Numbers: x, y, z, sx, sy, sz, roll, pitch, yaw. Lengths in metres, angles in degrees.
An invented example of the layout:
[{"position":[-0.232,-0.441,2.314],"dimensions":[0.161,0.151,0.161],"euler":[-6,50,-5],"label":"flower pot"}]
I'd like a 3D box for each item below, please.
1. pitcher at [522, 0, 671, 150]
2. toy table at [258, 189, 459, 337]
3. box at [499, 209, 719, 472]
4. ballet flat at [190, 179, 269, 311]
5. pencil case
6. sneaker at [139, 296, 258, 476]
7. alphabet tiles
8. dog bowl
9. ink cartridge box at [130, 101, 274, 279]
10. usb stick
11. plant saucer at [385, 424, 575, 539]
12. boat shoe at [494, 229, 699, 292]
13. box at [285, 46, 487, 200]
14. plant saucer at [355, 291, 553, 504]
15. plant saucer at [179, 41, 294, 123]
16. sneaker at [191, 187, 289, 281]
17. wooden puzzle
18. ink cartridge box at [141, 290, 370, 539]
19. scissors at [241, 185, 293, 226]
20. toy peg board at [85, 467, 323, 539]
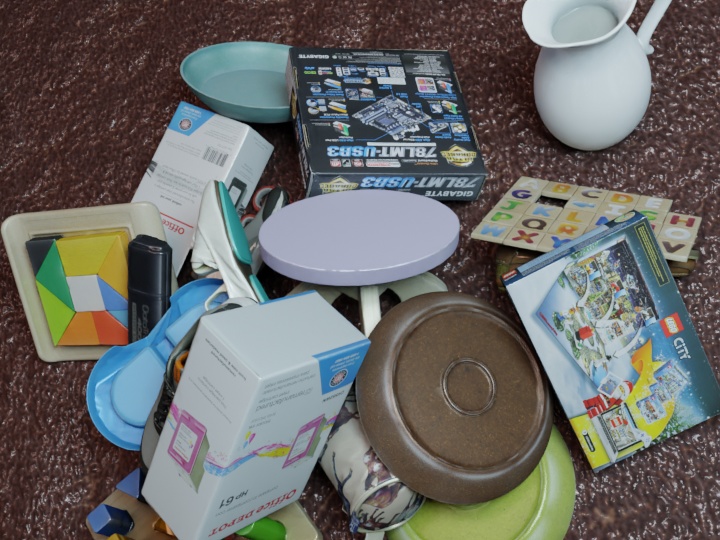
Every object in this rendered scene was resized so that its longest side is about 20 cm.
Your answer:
[{"position":[0.256,-0.223,0.900],"dimensions":[0.170,0.200,0.122],"euler":[-29,60,3],"label":"pitcher"},{"position":[0.000,0.000,0.904],"dimensions":[0.198,0.118,0.185],"euler":[2,41,3],"label":"toy table"},{"position":[0.230,0.066,0.796],"dimensions":[0.136,0.038,0.201],"euler":[-26,103,5],"label":"box"},{"position":[-0.131,0.007,0.869],"dimensions":[0.069,0.069,0.202],"euler":[-25,79,6],"label":"ballet flat"},{"position":[-0.016,0.166,0.864],"dimensions":[0.090,0.077,0.200],"euler":[-54,45,17],"label":"pencil case"},{"position":[-0.161,0.111,0.818],"dimensions":[0.074,0.079,0.201],"euler":[36,107,20],"label":"sneaker"},{"position":[0.231,-0.049,0.878],"dimensions":[0.198,0.008,0.167],"euler":[12,30,24],"label":"alphabet tiles"},{"position":[-0.185,0.097,0.907],"dimensions":[0.200,0.050,0.112],"euler":[-42,79,-5],"label":"dog bowl"},{"position":[-0.204,-0.089,1.066],"dimensions":[0.115,0.068,0.202],"euler":[23,84,27],"label":"ink cartridge box"},{"position":[-0.233,0.060,0.970],"dimensions":[0.055,0.033,0.202],"euler":[14,111,24],"label":"usb stick"},{"position":[0.106,0.204,0.851],"dimensions":[0.198,0.031,0.202],"euler":[-8,64,15],"label":"plant saucer"},{"position":[0.235,-0.002,0.888],"dimensions":[0.198,0.072,0.069],"euler":[5,95,14],"label":"boat shoe"},{"position":[0.024,-0.166,0.983],"dimensions":[0.198,0.050,0.200],"euler":[-2,55,-14],"label":"box"},{"position":[0.094,0.110,0.809],"dimensions":[0.198,0.035,0.202],"euler":[6,68,-14],"label":"plant saucer"},{"position":[-0.122,-0.229,1.085],"dimensions":[0.198,0.036,0.201],"euler":[6,35,-4],"label":"plant saucer"},{"position":[-0.140,-0.010,0.990],"dimensions":[0.079,0.074,0.201],"euler":[27,80,7],"label":"sneaker"},{"position":[-0.308,0.020,1.013],"dimensions":[0.198,0.037,0.187],"euler":[-5,108,16],"label":"wooden puzzle"},{"position":[-0.094,0.131,0.777],"dimensions":[0.085,0.144,0.201],"euler":[40,121,27],"label":"ink cartridge box"},{"position":[-0.051,-0.060,1.042],"dimensions":[0.198,0.014,0.074],"euler":[8,68,21],"label":"scissors"},{"position":[-0.180,0.255,0.888],"dimensions":[0.200,0.098,0.199],"euler":[-41,60,-3],"label":"toy peg board"}]
